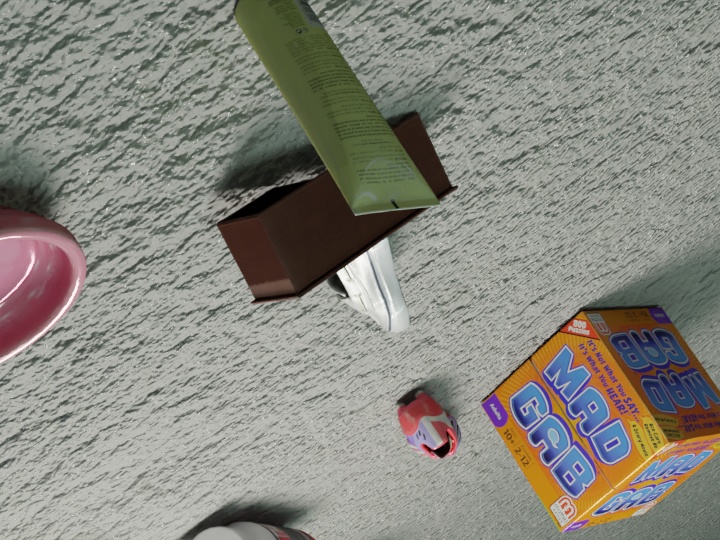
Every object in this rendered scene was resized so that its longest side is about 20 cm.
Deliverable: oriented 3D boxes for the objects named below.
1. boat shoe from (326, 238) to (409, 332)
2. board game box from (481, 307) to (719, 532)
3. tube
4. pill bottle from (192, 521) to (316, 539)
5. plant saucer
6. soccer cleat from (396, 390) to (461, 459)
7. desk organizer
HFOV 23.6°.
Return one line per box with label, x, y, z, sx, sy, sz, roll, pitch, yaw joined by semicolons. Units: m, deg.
boat shoe;0.000;0.000;1.631;0.067;0.074;0.200;-16;146;0
board game box;0.322;0.187;2.205;0.200;0.200;0.200;-1;142;-51
tube;-0.023;-0.116;1.192;0.058;0.200;0.052;-31;154;-4
pill bottle;-0.128;0.368;2.117;0.116;0.116;0.200;-37;156;12
plant saucer;-0.306;0.016;1.293;0.200;0.051;0.201;-27;157;-12
soccer cleat;0.093;0.207;2.121;0.067;0.077;0.200;-32;156;0
desk organizer;-0.019;-0.054;1.468;0.200;0.077;0.072;-35;-165;-34
